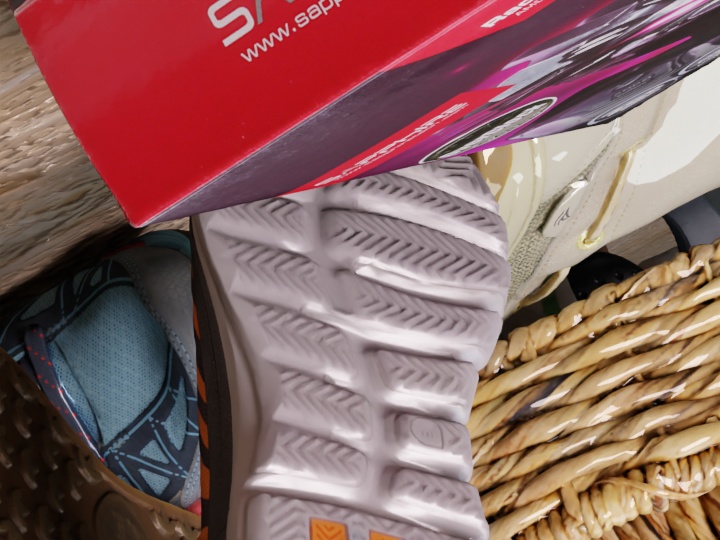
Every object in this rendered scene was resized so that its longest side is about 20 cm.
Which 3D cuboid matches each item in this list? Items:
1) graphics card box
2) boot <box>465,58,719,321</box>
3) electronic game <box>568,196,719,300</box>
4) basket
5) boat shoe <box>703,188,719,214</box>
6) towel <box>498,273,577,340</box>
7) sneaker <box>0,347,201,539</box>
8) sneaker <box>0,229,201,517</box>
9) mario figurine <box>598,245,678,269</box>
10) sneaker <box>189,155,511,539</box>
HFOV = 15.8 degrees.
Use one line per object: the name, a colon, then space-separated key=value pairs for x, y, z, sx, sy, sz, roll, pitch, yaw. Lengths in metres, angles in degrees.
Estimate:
graphics card box: x=0.044 y=-0.066 z=0.482 sx=0.125 sy=0.051 sz=0.200 roll=-31 pitch=173 yaw=29
boot: x=0.076 y=-0.038 z=0.718 sx=0.155 sy=0.072 sz=0.200 roll=-22 pitch=168 yaw=-13
electronic game: x=0.078 y=0.031 z=0.937 sx=0.200 sy=0.200 sz=0.042 roll=-23 pitch=-145 yaw=-36
basket: x=0.084 y=0.092 z=0.746 sx=0.200 sy=0.149 sz=0.143 roll=-27 pitch=163 yaw=6
boat shoe: x=0.175 y=-0.072 z=0.803 sx=0.091 sy=0.071 sz=0.200 roll=-20 pitch=169 yaw=-23
towel: x=-0.011 y=0.072 z=0.858 sx=0.200 sy=0.023 sz=0.153 roll=-18 pitch=131 yaw=7
sneaker: x=-0.102 y=0.079 z=0.657 sx=0.090 sy=0.067 sz=0.200 roll=-25 pitch=142 yaw=16
sneaker: x=-0.101 y=0.055 z=0.726 sx=0.095 sy=0.079 sz=0.200 roll=-19 pitch=169 yaw=-42
mario figurine: x=0.104 y=0.055 z=1.110 sx=0.123 sy=0.200 sz=0.106 roll=1 pitch=126 yaw=-27
sneaker: x=-0.021 y=0.049 z=0.567 sx=0.078 sy=0.200 sz=0.112 roll=19 pitch=132 yaw=-15
